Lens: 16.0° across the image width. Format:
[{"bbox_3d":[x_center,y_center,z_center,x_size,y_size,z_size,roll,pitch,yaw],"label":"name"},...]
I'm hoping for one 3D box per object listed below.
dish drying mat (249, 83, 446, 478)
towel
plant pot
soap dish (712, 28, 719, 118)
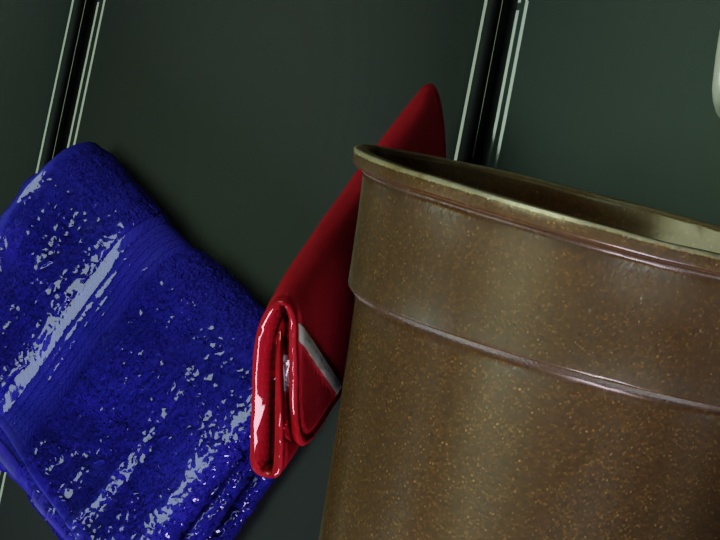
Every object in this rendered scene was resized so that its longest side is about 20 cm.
[{"bbox_3d":[0.000,0.000,0.982,0.018,0.200,0.077,9,118,16],"label":"dish drying mat"},{"bbox_3d":[-0.116,0.047,1.150,0.200,0.049,0.148,42,105,37],"label":"towel"},{"bbox_3d":[0.072,0.075,0.917,0.200,0.200,0.199,19,98,40],"label":"plant pot"},{"bbox_3d":[0.189,-0.124,0.897,0.081,0.157,0.201,8,83,22],"label":"soap dish"}]
